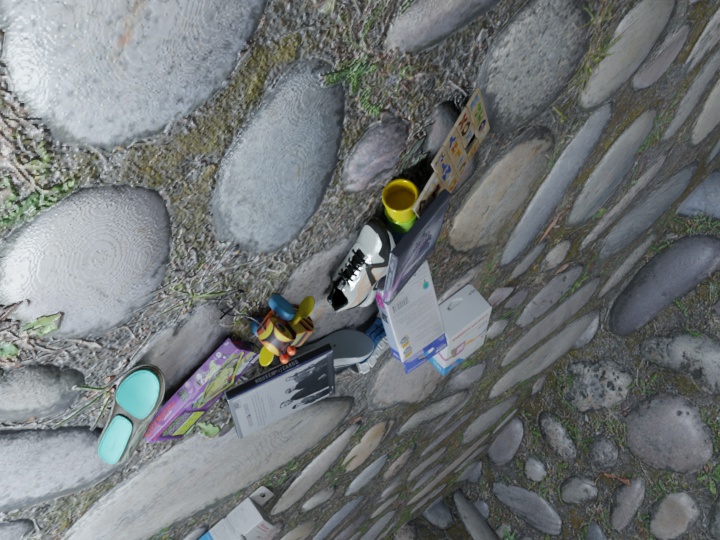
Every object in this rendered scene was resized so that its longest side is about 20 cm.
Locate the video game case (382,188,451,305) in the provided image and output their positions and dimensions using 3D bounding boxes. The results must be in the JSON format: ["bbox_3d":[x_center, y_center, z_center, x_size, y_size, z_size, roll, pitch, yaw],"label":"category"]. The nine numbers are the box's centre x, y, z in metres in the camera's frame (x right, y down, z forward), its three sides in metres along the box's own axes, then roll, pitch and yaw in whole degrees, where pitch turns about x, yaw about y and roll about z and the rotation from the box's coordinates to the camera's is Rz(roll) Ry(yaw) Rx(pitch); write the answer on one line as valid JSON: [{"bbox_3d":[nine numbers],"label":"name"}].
[{"bbox_3d":[0.090,-0.033,1.176,0.143,0.019,0.201,-49,167,-19],"label":"video game case"}]

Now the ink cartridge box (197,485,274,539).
[{"bbox_3d":[-0.280,0.614,1.688,0.199,0.067,0.117,-39,153,-10],"label":"ink cartridge box"}]

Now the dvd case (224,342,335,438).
[{"bbox_3d":[-0.136,0.214,1.246,0.196,0.025,0.152,-23,146,-17],"label":"dvd case"}]

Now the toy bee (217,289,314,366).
[{"bbox_3d":[-0.129,0.101,1.100,0.197,0.109,0.132,-12,143,-47],"label":"toy bee"}]

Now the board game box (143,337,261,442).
[{"bbox_3d":[-0.249,0.191,1.125,0.200,0.032,0.120,-45,169,1],"label":"board game box"}]

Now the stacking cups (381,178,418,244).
[{"bbox_3d":[0.071,-0.070,1.188,0.060,0.061,0.201,-36,154,-13],"label":"stacking cups"}]

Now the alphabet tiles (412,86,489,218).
[{"bbox_3d":[0.145,-0.171,1.127,0.203,0.007,0.167,-59,162,0],"label":"alphabet tiles"}]

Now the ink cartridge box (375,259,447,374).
[{"bbox_3d":[0.100,0.090,1.383,0.118,0.042,0.204,-31,118,-23],"label":"ink cartridge box"}]

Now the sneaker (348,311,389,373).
[{"bbox_3d":[0.043,0.129,1.453,0.199,0.075,0.087,-41,176,-8],"label":"sneaker"}]

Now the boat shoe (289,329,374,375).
[{"bbox_3d":[-0.067,0.178,1.355,0.197,0.071,0.092,-13,143,-36],"label":"boat shoe"}]

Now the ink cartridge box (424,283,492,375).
[{"bbox_3d":[0.231,0.145,1.712,0.143,0.085,0.202,-35,152,-17],"label":"ink cartridge box"}]

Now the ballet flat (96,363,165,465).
[{"bbox_3d":[-0.326,0.198,1.027,0.202,0.067,0.064,-56,178,25],"label":"ballet flat"}]

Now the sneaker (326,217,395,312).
[{"bbox_3d":[0.000,0.000,1.175,0.079,0.074,0.203,-20,145,-35],"label":"sneaker"}]
